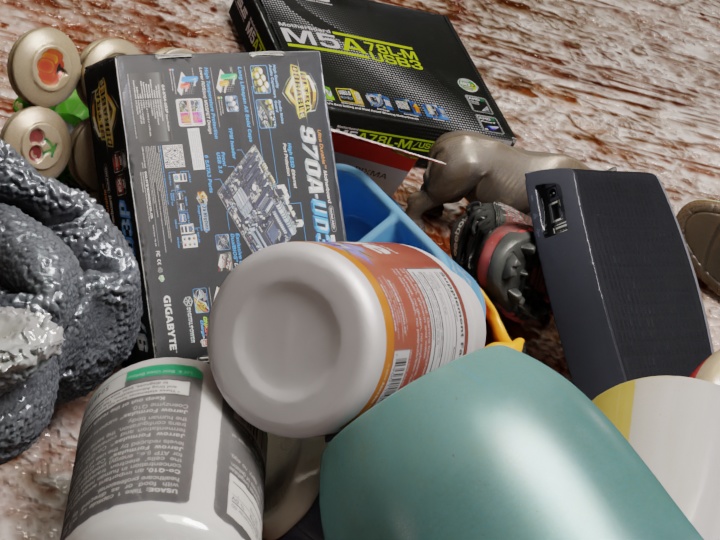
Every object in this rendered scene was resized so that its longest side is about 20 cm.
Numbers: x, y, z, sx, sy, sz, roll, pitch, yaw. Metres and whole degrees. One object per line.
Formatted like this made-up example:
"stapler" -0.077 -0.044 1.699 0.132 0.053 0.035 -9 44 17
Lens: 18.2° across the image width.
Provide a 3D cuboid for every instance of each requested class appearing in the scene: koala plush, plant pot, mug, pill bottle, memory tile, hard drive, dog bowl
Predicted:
"koala plush" -0.216 0.045 1.296 0.184 0.177 0.200 27 26 -16
"plant pot" 0.070 0.140 1.271 0.200 0.201 0.161 -16 70 -47
"mug" 0.177 0.178 1.425 0.149 0.186 0.153 49 34 -23
"pill bottle" 0.000 0.038 1.347 0.112 0.112 0.200 37 15 20
"memory tile" -0.168 -0.051 1.450 0.153 0.200 0.017 6 2 -40
"hard drive" 0.189 0.022 1.580 0.135 0.042 0.200 1 71 -46
"pill bottle" -0.111 0.148 1.259 0.113 0.113 0.200 18 32 -11
"dog bowl" 0.000 0.000 1.548 0.200 0.111 0.050 47 -6 40

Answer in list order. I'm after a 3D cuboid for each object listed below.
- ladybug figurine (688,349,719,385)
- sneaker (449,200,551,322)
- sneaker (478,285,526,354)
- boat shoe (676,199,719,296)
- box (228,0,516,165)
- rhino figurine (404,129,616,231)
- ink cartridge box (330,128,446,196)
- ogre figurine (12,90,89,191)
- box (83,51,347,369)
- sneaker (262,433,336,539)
"ladybug figurine" 0.279 0.110 1.550 0.200 0.072 0.136 9 76 -42
"sneaker" 0.103 -0.009 1.648 0.098 0.071 0.200 22 7 14
"sneaker" 0.054 0.031 1.582 0.078 0.077 0.200 -8 43 -39
"boat shoe" 0.343 0.006 1.839 0.200 0.072 0.076 35 18 3
"box" 0.008 -0.162 1.865 0.200 0.048 0.193 8 37 -25
"rhino figurine" 0.132 -0.058 1.755 0.200 0.088 0.060 11 34 -20
"ink cartridge box" -0.044 -0.082 1.621 0.160 0.047 0.200 15 1 -17
"ogre figurine" -0.193 -0.074 1.527 0.098 0.120 0.200 38 33 21
"box" -0.088 -0.040 1.446 0.159 0.046 0.200 -6 86 -36
"sneaker" -0.020 0.126 1.410 0.084 0.075 0.200 40 23 -14
